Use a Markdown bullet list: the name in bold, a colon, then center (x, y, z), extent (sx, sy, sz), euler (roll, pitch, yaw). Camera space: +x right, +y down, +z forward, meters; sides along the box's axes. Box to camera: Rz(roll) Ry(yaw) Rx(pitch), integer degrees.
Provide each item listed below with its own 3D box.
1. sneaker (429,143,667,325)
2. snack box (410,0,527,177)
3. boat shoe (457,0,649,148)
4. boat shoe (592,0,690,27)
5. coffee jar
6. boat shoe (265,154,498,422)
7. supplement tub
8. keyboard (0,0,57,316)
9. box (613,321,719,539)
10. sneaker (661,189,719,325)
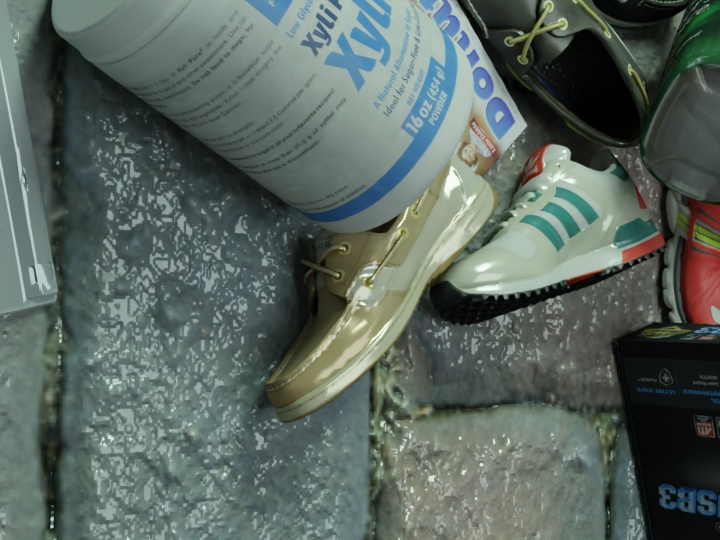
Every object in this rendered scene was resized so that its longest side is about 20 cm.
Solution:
- **sneaker**: center (0.111, -0.029, 0.970), extent (0.199, 0.070, 0.094), euler (-15, 81, -37)
- **snack box**: center (0.032, -0.149, 0.922), extent (0.072, 0.024, 0.201), euler (-48, 117, -31)
- **boat shoe**: center (0.123, -0.153, 0.958), extent (0.201, 0.072, 0.061), euler (37, 25, -34)
- **boat shoe**: center (0.174, -0.218, 1.018), extent (0.199, 0.060, 0.075), euler (15, 78, -39)
- **coffee jar**: center (0.249, -0.137, 0.995), extent (0.085, 0.105, 0.200), euler (24, 38, 5)
- **boat shoe**: center (0.000, 0.000, 0.871), extent (0.069, 0.074, 0.200), euler (48, 60, -15)
- **supplement tub**: center (-0.047, -0.121, 0.789), extent (0.200, 0.131, 0.133), euler (35, 68, -35)
- **keyboard**: center (-0.194, -0.077, 0.747), extent (0.056, 0.011, 0.202), euler (-13, 97, -34)
- **box**: center (0.275, 0.138, 1.007), extent (0.049, 0.199, 0.200), euler (-18, 101, -38)
- **sneaker**: center (0.268, -0.022, 1.077), extent (0.077, 0.085, 0.202), euler (-11, 96, -38)
